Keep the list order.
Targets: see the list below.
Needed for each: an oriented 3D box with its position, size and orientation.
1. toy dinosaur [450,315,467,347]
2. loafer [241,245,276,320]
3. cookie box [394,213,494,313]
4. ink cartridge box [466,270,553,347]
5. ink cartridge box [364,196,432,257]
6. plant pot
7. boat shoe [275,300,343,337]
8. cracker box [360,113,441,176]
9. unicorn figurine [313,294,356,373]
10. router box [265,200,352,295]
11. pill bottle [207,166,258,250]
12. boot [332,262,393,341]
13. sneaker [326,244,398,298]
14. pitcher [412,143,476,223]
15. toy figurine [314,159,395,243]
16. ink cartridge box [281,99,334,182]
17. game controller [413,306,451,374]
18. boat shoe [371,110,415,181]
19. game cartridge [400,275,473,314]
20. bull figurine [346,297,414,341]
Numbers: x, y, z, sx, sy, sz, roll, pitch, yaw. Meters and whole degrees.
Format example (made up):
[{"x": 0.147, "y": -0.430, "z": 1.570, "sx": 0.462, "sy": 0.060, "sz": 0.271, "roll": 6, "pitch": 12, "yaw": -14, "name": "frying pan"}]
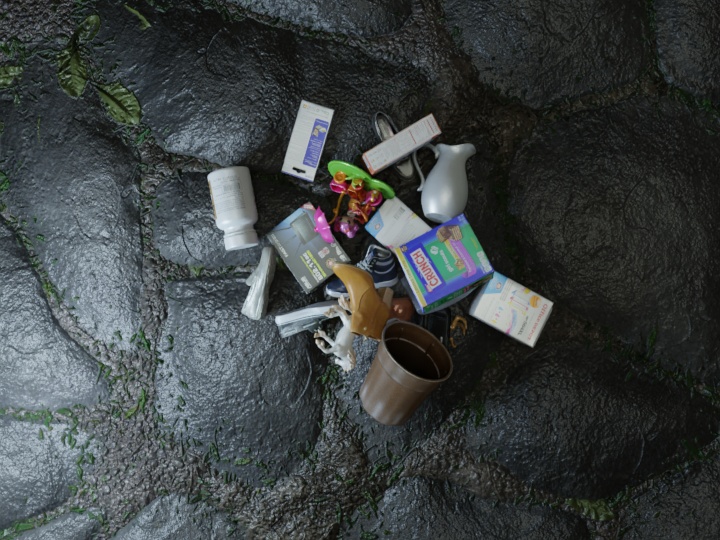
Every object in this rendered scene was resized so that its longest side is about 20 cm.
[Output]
[{"x": 0.228, "y": 0.138, "z": 1.662, "sx": 0.103, "sy": 0.060, "sz": 0.206, "roll": 2, "pitch": 89, "yaw": 3, "name": "toy dinosaur"}, {"x": -0.272, "y": 0.030, "z": 1.664, "sx": 0.068, "sy": 0.070, "sz": 0.205, "roll": 16, "pitch": 98, "yaw": 9, "name": "loafer"}, {"x": 0.207, "y": -0.017, "z": 1.563, "sx": 0.197, "sy": 0.075, "sz": 0.174, "roll": -27, "pitch": 70, "yaw": 2, "name": "cookie box"}, {"x": 0.396, "y": 0.102, "z": 1.626, "sx": 0.197, "sy": 0.125, "sz": 0.131, "roll": 27, "pitch": 90, "yaw": 2, "name": "ink cartridge box"}, {"x": 0.120, "y": -0.091, "z": 1.662, "sx": 0.199, "sy": 0.068, "sz": 0.116, "roll": 41, "pitch": 90, "yaw": 2, "name": "ink cartridge box"}, {"x": 0.101, "y": 0.269, "z": 1.583, "sx": 0.197, "sy": 0.201, "sz": 0.201, "roll": 30, "pitch": 121, "yaw": 1, "name": "plant pot"}, {"x": -0.128, "y": 0.131, "z": 1.673, "sx": 0.195, "sy": 0.072, "sz": 0.073, "roll": -14, "pitch": 97, "yaw": 12, "name": "boat shoe"}, {"x": 0.098, "y": -0.314, "z": 1.585, "sx": 0.197, "sy": 0.134, "sz": 0.059, "roll": -30, "pitch": 94, "yaw": -2, "name": "cracker box"}, {"x": -0.050, "y": 0.178, "z": 1.618, "sx": 0.135, "sy": 0.074, "sz": 0.203, "roll": 25, "pitch": 105, "yaw": -16, "name": "unicorn figurine"}, {"x": -0.136, "y": -0.061, "z": 1.671, "sx": 0.149, "sy": 0.062, "sz": 0.202, "roll": -37, "pitch": 89, "yaw": 2, "name": "router box"}, {"x": -0.330, "y": -0.162, "z": 1.651, "sx": 0.111, "sy": 0.114, "sz": 0.205, "roll": -11, "pitch": 89, "yaw": 1, "name": "pill bottle"}, {"x": -0.006, "y": 0.082, "z": 1.566, "sx": 0.199, "sy": 0.070, "sz": 0.147, "roll": 30, "pitch": 68, "yaw": -26, "name": "boot"}, {"x": 0.000, "y": 0.000, "z": 1.641, "sx": 0.195, "sy": 0.071, "sz": 0.110, "roll": -12, "pitch": 128, "yaw": -4, "name": "sneaker"}, {"x": 0.204, "y": -0.236, "z": 1.646, "sx": 0.167, "sy": 0.121, "sz": 0.205, "roll": 11, "pitch": 79, "yaw": 15, "name": "pitcher"}, {"x": -0.035, "y": -0.152, "z": 1.599, "sx": 0.196, "sy": 0.151, "sz": 0.187, "roll": 22, "pitch": 75, "yaw": 17, "name": "toy figurine"}, {"x": -0.141, "y": -0.347, "z": 1.688, "sx": 0.093, "sy": 0.037, "sz": 0.205, "roll": 17, "pitch": 87, "yaw": 1, "name": "ink cartridge box"}, {"x": 0.186, "y": 0.186, "z": 1.654, "sx": 0.102, "sy": 0.042, "sz": 0.206, "roll": 6, "pitch": 96, "yaw": 22, "name": "game controller"}, {"x": 0.086, "y": -0.332, "z": 1.671, "sx": 0.066, "sy": 0.057, "sz": 0.203, "roll": -28, "pitch": 89, "yaw": 1, "name": "boat shoe"}, {"x": 0.217, "y": 0.028, "z": 1.642, "sx": 0.197, "sy": 0.041, "sz": 0.134, "roll": -28, "pitch": 49, "yaw": 1, "name": "game cartridge"}, {"x": 0.048, "y": 0.121, "z": 1.665, "sx": 0.195, "sy": 0.065, "sz": 0.125, "roll": -2, "pitch": 96, "yaw": 7, "name": "bull figurine"}]
